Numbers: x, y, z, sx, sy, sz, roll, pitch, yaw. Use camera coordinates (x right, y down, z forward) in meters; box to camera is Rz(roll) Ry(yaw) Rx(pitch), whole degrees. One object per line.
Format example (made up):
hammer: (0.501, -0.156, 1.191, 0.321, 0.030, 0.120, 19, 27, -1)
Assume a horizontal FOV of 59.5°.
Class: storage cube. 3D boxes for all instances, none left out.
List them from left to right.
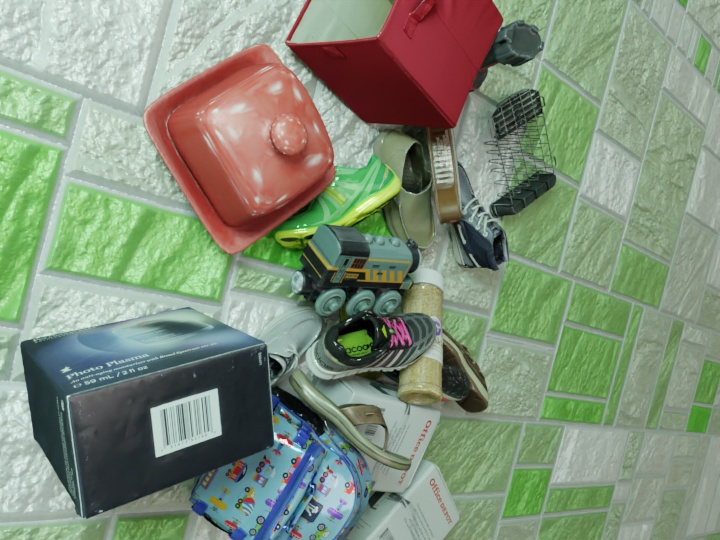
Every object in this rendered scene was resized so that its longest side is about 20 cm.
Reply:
storage cube: (0.047, -0.304, 0.803, 0.179, 0.199, 0.173, 34, 77, -45)

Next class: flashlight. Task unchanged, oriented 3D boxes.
flashlight: (0.188, -0.305, 0.910, 0.068, 0.200, 0.068, -41, 106, -13)

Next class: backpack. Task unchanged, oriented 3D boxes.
backpack: (-0.088, 0.272, 0.791, 0.199, 0.135, 0.183, 37, 84, 3)

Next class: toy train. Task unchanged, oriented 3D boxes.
toy train: (0.000, 0.000, 0.858, 0.198, 0.085, 0.115, 4, 127, -42)

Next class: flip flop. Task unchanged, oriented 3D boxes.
flip flop: (-0.007, 0.190, 0.824, 0.200, 0.081, 0.058, 41, 78, 1)

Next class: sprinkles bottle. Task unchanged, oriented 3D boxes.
sprinkles bottle: (0.093, 0.098, 0.955, 0.068, 0.068, 0.202, 33, 49, -39)

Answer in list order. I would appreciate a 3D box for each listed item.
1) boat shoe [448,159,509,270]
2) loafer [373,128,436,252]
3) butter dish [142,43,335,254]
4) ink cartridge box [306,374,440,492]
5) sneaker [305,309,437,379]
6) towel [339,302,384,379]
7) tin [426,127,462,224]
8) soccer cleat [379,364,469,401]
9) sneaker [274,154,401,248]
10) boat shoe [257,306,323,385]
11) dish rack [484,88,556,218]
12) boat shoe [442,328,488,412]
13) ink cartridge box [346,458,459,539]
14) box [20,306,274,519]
boat shoe: (0.189, -0.091, 1.032, 0.074, 0.092, 0.202, -38, 121, -27)
loafer: (0.075, -0.113, 0.948, 0.075, 0.068, 0.202, -37, 120, -27)
butter dish: (-0.109, -0.148, 0.723, 0.200, 0.147, 0.201, -39, 111, -25)
ink cartridge box: (0.008, 0.246, 0.952, 0.199, 0.084, 0.147, 23, 94, -41)
sneaker: (0.027, 0.093, 0.849, 0.198, 0.088, 0.074, -9, 66, -25)
towel: (0.006, 0.078, 0.967, 0.085, 0.018, 0.203, -15, 109, -36)
tin: (0.125, -0.171, 0.945, 0.112, 0.041, 0.203, -23, 106, -82)
soccer cleat: (0.082, 0.165, 1.008, 0.198, 0.073, 0.069, 25, 58, -26)
sneaker: (-0.038, -0.094, 0.869, 0.199, 0.074, 0.084, -31, 84, -22)
boat shoe: (-0.118, 0.117, 0.838, 0.199, 0.068, 0.073, -30, 117, -31)
dish rack: (0.278, -0.209, 1.109, 0.153, 0.054, 0.202, -34, 118, -31)
boat shoe: (0.159, 0.156, 1.090, 0.203, 0.074, 0.075, 56, 34, -28)
ink cartridge box: (0.057, 0.422, 1.042, 0.200, 0.083, 0.145, -39, 121, -26)
box: (-0.227, 0.129, 0.664, 0.198, 0.197, 0.125, -11, 105, -38)
